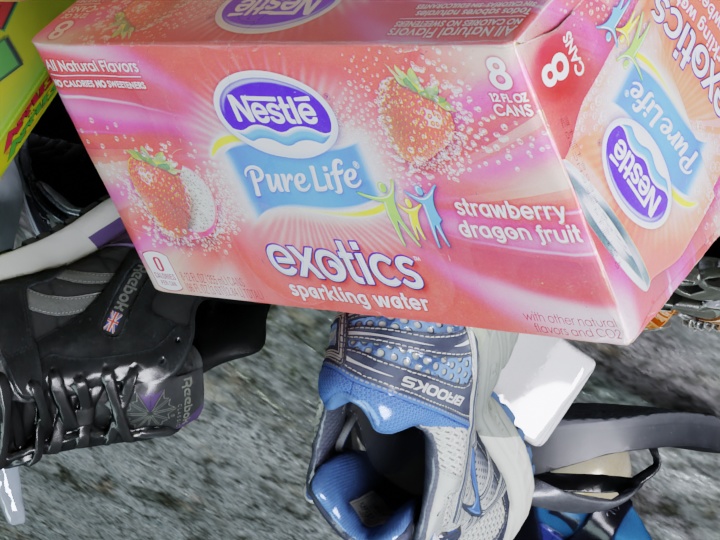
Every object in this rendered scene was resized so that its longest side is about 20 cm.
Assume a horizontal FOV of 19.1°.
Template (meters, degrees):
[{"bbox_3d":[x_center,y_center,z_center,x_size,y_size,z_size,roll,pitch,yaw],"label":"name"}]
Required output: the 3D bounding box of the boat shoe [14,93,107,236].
[{"bbox_3d":[-0.123,-0.045,0.972,0.071,0.068,0.201,-1,139,-3],"label":"boat shoe"}]

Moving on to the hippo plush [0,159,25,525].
[{"bbox_3d":[-0.205,-0.022,0.979,0.199,0.160,0.161,26,-157,-18],"label":"hippo plush"}]

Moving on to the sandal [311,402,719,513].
[{"bbox_3d":[0.069,0.085,0.930,0.199,0.043,0.076,-4,-178,-26],"label":"sandal"}]

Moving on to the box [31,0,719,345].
[{"bbox_3d":[0.011,-0.053,0.642,0.199,0.095,0.103,6,131,43],"label":"box"}]

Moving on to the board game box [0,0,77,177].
[{"bbox_3d":[-0.155,-0.098,0.792,0.101,0.201,0.048,32,171,0],"label":"board game box"}]

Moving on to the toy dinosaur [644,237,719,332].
[{"bbox_3d":[0.120,-0.022,0.772,0.135,0.103,0.200,25,141,-20],"label":"toy dinosaur"}]

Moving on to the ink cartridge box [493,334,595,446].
[{"bbox_3d":[0.000,0.000,0.896,0.176,0.045,0.200,34,179,-5],"label":"ink cartridge box"}]

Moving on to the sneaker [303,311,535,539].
[{"bbox_3d":[0.012,0.070,0.773,0.077,0.085,0.201,18,148,20],"label":"sneaker"}]

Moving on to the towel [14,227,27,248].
[{"bbox_3d":[-0.291,-0.059,1.176,0.199,0.048,0.171,24,177,14],"label":"towel"}]

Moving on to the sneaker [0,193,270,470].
[{"bbox_3d":[-0.107,0.035,0.814,0.087,0.200,0.076,26,130,22],"label":"sneaker"}]

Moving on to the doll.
[{"bbox_3d":[0.108,0.137,1.103,0.136,0.048,0.200,37,152,16],"label":"doll"}]
